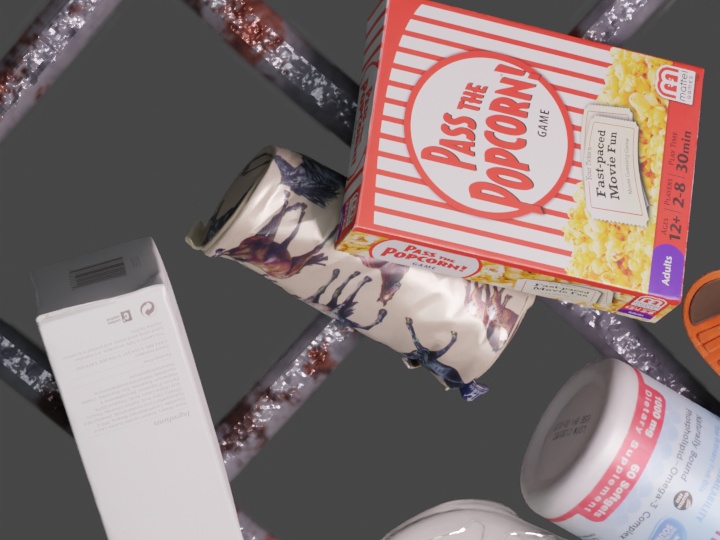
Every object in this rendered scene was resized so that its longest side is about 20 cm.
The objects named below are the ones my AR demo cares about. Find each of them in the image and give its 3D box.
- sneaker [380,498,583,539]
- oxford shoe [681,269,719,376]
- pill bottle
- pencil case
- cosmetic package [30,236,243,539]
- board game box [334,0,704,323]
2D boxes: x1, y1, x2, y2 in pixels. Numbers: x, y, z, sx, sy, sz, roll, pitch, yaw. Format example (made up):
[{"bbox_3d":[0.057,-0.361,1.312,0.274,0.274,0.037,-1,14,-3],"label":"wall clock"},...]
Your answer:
[{"bbox_3d":[0.106,0.195,1.641,0.200,0.100,0.075,8,108,-10],"label":"sneaker"},{"bbox_3d":[0.272,0.084,1.609,0.071,0.073,0.200,-33,81,16],"label":"oxford shoe"},{"bbox_3d":[0.207,0.144,1.634,0.200,0.109,0.109,30,100,-15],"label":"pill bottle"},{"bbox_3d":[0.000,0.000,1.577,0.200,0.078,0.089,29,116,-15],"label":"pencil case"},{"bbox_3d":[-0.129,0.093,1.569,0.081,0.113,0.200,-16,106,-4],"label":"cosmetic package"},{"bbox_3d":[0.094,-0.065,1.550,0.200,0.046,0.152,12,69,-12],"label":"board game box"}]
